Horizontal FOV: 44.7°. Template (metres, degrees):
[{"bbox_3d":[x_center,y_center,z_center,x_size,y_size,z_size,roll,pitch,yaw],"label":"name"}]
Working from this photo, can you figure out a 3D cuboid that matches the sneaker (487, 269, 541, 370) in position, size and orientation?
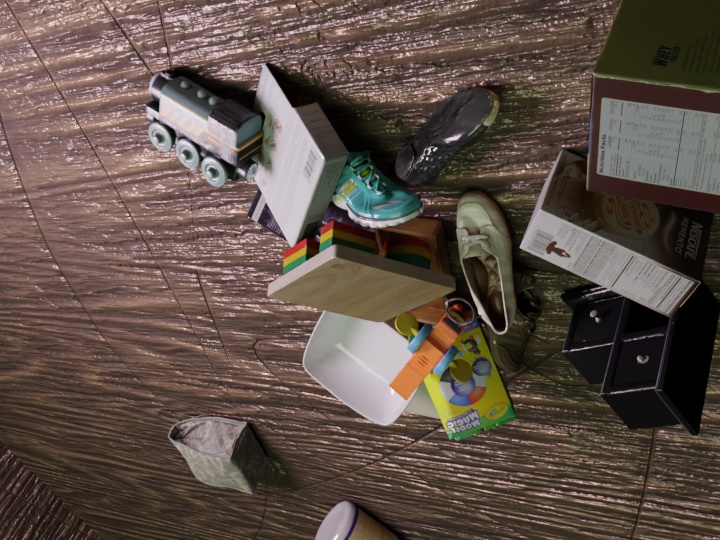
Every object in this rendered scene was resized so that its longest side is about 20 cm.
[{"bbox_3d":[0.230,0.080,1.290,0.074,0.071,0.202,3,138,25],"label":"sneaker"}]

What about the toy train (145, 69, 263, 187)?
[{"bbox_3d":[-0.224,-0.205,1.247,0.198,0.085,0.115,33,133,18],"label":"toy train"}]

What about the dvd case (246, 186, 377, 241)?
[{"bbox_3d":[-0.074,-0.076,1.360,0.198,0.016,0.149,32,144,-3],"label":"dvd case"}]

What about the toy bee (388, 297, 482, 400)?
[{"bbox_3d":[0.124,0.102,1.268,0.199,0.109,0.132,-29,97,36],"label":"toy bee"}]

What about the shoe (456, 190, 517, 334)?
[{"bbox_3d":[0.174,-0.009,1.188,0.069,0.053,0.203,-10,107,23],"label":"shoe"}]

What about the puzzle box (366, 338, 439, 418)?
[{"bbox_3d":[0.095,0.188,1.549,0.131,0.026,0.202,9,139,27],"label":"puzzle box"}]

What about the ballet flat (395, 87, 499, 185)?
[{"bbox_3d":[0.112,-0.169,1.102,0.056,0.068,0.200,1,159,-31],"label":"ballet flat"}]

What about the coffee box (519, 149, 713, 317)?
[{"bbox_3d":[0.306,-0.046,1.049,0.197,0.115,0.080,24,144,5],"label":"coffee box"}]

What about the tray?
[{"bbox_3d":[0.087,0.001,1.323,0.097,0.037,0.202,11,141,24],"label":"tray"}]

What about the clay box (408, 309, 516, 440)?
[{"bbox_3d":[0.162,0.174,1.358,0.113,0.048,0.202,-22,107,10],"label":"clay box"}]

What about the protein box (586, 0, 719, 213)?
[{"bbox_3d":[0.330,-0.170,0.810,0.197,0.200,0.136,13,141,22],"label":"protein box"}]

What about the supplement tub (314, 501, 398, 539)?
[{"bbox_3d":[0.004,0.659,2.073,0.199,0.146,0.145,38,143,-11],"label":"supplement tub"}]

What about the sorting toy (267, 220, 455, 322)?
[{"bbox_3d":[0.000,0.000,1.236,0.196,0.071,0.199,15,156,-29],"label":"sorting toy"}]

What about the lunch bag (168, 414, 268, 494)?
[{"bbox_3d":[-0.339,0.425,2.056,0.197,0.119,0.165,4,138,24],"label":"lunch bag"}]

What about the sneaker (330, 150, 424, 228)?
[{"bbox_3d":[0.002,-0.117,1.179,0.199,0.077,0.081,30,139,37],"label":"sneaker"}]

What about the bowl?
[{"bbox_3d":[0.018,0.138,1.463,0.199,0.075,0.201,35,130,9],"label":"bowl"}]

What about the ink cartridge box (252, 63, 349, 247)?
[{"bbox_3d":[-0.097,-0.159,1.222,0.175,0.043,0.201,60,149,23],"label":"ink cartridge box"}]

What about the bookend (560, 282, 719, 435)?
[{"bbox_3d":[0.343,0.112,1.138,0.198,0.200,0.092,-18,126,46],"label":"bookend"}]
